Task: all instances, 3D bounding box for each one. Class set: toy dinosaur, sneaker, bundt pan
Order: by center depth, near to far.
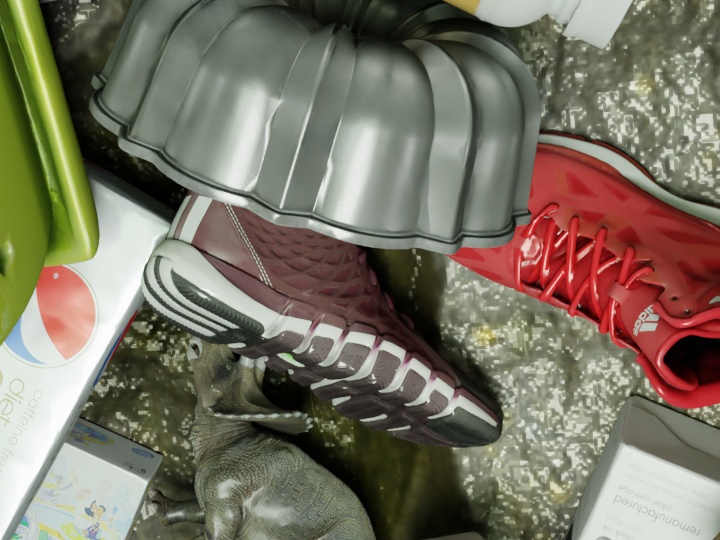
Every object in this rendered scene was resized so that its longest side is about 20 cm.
[{"bbox_3d":[-0.012,-0.084,1.055,0.200,0.202,0.076,18,111,3],"label":"bundt pan"},{"bbox_3d":[0.112,-0.002,1.108,0.198,0.116,0.079,13,110,5],"label":"sneaker"},{"bbox_3d":[0.000,0.000,1.156,0.199,0.116,0.075,29,158,-29],"label":"sneaker"},{"bbox_3d":[-0.038,0.127,1.196,0.102,0.077,0.201,-32,104,11],"label":"toy dinosaur"}]

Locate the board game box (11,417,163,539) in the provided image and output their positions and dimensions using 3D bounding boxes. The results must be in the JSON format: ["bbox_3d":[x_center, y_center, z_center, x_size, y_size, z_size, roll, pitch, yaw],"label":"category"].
[{"bbox_3d":[-0.216,0.115,1.247,0.199,0.034,0.135,24,110,1],"label":"board game box"}]

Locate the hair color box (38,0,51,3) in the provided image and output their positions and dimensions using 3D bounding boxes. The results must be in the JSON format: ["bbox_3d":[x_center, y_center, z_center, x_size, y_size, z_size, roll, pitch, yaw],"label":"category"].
[{"bbox_3d":[-0.119,-0.173,1.048,0.060,0.200,0.100,-31,104,-19],"label":"hair color box"}]

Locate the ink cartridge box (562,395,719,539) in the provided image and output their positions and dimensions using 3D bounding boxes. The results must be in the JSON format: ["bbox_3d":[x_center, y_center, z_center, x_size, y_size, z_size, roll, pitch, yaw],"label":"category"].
[{"bbox_3d":[0.143,0.177,1.189,0.115,0.067,0.201,21,110,1],"label":"ink cartridge box"}]

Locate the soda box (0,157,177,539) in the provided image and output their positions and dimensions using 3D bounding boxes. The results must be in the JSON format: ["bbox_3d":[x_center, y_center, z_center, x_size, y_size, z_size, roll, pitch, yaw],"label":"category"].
[{"bbox_3d":[-0.160,0.047,1.174,0.068,0.064,0.201,29,96,-1],"label":"soda box"}]

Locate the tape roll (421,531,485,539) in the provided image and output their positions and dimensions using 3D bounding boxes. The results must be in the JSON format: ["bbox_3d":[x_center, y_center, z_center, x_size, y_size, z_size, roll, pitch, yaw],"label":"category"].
[{"bbox_3d":[0.053,0.225,1.151,0.037,0.203,0.204,-8,108,-8],"label":"tape roll"}]

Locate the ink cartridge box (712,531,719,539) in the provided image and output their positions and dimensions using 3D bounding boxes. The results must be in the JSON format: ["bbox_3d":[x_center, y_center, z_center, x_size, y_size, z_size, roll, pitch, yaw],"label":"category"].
[{"bbox_3d":[0.258,0.114,1.031,0.165,0.200,0.075,-41,111,-23],"label":"ink cartridge box"}]

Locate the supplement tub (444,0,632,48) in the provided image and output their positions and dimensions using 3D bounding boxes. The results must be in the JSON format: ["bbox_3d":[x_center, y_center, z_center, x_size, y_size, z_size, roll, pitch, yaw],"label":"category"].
[{"bbox_3d":[0.040,-0.192,1.041,0.199,0.145,0.145,26,111,1],"label":"supplement tub"}]

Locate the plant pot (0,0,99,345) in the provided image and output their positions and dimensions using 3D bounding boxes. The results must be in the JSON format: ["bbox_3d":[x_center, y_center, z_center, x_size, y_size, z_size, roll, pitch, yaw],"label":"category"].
[{"bbox_3d":[-0.235,-0.055,1.062,0.199,0.181,0.200,-3,112,33],"label":"plant pot"}]
